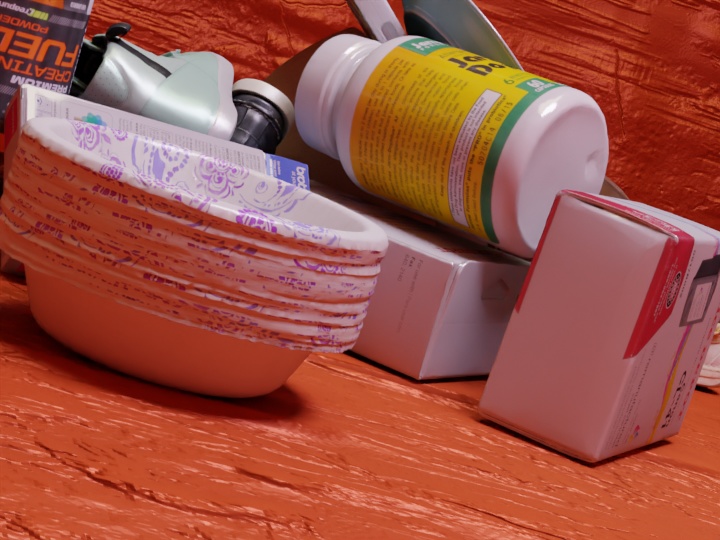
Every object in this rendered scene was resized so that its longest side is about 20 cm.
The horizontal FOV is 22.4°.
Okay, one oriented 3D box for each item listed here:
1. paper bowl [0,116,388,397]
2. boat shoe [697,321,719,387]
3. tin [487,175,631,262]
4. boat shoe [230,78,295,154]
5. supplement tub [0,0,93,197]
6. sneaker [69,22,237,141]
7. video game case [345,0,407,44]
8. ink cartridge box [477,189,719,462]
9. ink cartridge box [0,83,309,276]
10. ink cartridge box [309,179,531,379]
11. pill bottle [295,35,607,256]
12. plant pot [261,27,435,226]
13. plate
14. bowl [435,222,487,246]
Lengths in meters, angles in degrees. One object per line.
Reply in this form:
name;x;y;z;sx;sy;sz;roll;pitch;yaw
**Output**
paper bowl;-0.093;-0.002;0.952;0.200;0.105;0.201;18;7;-2
boat shoe;0.225;0.044;1.526;0.199;0.070;0.074;13;10;-23
tin;0.148;0.001;1.323;0.111;0.042;0.201;15;-39;21
boat shoe;-0.104;-0.061;1.339;0.074;0.066;0.199;31;-34;-8
supplement tub;-0.236;-0.129;1.166;0.106;0.201;0.107;16;8;-2
sneaker;-0.152;-0.137;1.261;0.118;0.074;0.200;31;8;-18
video game case;0.010;-0.194;1.393;0.182;0.023;0.200;56;4;-34
ink cartridge box;0.164;0.033;1.150;0.085;0.148;0.200;22;9;23
ink cartridge box;-0.123;-0.035;1.126;0.199;0.042;0.120;13;53;-26
ink cartridge box;0.000;0.000;1.239;0.199;0.086;0.146;24;9;27
pill bottle;0.056;-0.092;1.224;0.199;0.113;0.113;24;9;36
plant pot;-0.039;-0.080;1.461;0.134;0.201;0.200;-18;16;-11
plate;0.081;-0.142;1.337;0.201;0.026;0.200;53;-6;8
bowl;0.112;-0.045;1.495;0.199;0.075;0.200;31;3;-23
